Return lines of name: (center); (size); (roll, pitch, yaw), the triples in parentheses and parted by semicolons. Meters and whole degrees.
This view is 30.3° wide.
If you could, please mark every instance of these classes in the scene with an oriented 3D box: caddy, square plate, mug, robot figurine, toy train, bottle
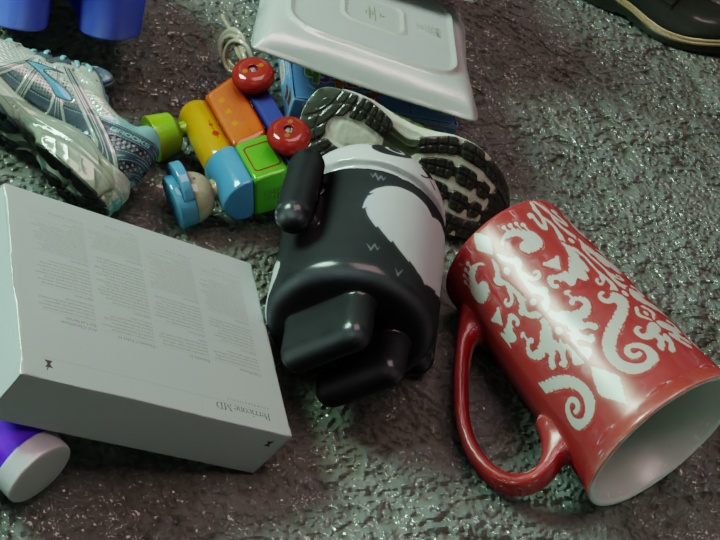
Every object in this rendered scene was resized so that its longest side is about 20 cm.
caddy: (-0.238, -0.255, 1.065); (0.140, 0.106, 0.200); (2, 20, -18)
square plate: (0.008, -0.213, 1.149); (0.197, 0.029, 0.201); (16, 33, -11)
mug: (0.144, 0.056, 0.966); (0.176, 0.134, 0.200); (-13, 52, -34)
robot figurine: (0.001, -0.001, 0.958); (0.124, 0.151, 0.201); (8, 45, 2)
toy train: (-0.124, -0.122, 1.060); (0.115, 0.085, 0.201); (-19, 56, -18)
bottle: (-0.263, 0.060, 0.833); (0.200, 0.066, 0.083); (43, 49, 18)

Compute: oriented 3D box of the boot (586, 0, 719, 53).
boot: (0.324, -0.320, 1.382); (0.199, 0.139, 0.078); (22, 44, -3)

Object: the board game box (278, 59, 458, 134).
board game box: (-0.001, -0.199, 1.205); (0.150, 0.037, 0.201); (8, 45, -17)

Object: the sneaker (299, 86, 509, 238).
sneaker: (0.036, -0.096, 1.104); (0.199, 0.077, 0.089); (29, 9, -16)

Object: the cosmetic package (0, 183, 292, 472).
cosmetic package: (-0.148, 0.041, 0.864); (0.199, 0.052, 0.152); (19, 38, -37)

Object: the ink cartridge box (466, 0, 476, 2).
ink cartridge box: (0.028, -0.320, 1.238); (0.144, 0.084, 0.200); (11, 18, -15)

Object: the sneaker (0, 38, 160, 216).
sneaker: (-0.236, -0.128, 1.004); (0.200, 0.078, 0.086); (43, 64, 5)
